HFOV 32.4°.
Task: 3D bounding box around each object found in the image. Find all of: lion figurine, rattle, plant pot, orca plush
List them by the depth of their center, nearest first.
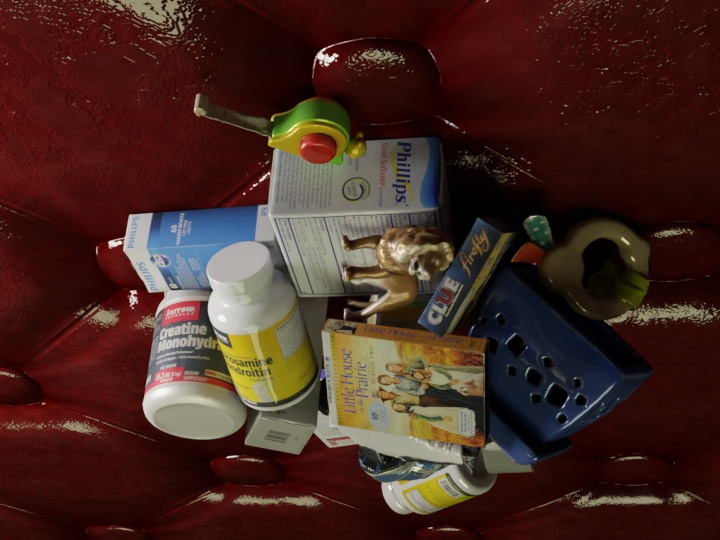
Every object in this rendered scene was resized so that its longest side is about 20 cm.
[{"bbox_3d":[0.040,0.003,1.419,0.121,0.074,0.200,-4,163,-4],"label":"lion figurine"},{"bbox_3d":[0.252,-0.013,1.548,0.197,0.143,0.132,6,105,-18],"label":"rattle"},{"bbox_3d":[0.224,0.126,1.551,0.180,0.200,0.200,-51,161,13],"label":"plant pot"},{"bbox_3d":[0.062,0.189,1.570,0.197,0.071,0.106,3,120,22],"label":"orca plush"}]

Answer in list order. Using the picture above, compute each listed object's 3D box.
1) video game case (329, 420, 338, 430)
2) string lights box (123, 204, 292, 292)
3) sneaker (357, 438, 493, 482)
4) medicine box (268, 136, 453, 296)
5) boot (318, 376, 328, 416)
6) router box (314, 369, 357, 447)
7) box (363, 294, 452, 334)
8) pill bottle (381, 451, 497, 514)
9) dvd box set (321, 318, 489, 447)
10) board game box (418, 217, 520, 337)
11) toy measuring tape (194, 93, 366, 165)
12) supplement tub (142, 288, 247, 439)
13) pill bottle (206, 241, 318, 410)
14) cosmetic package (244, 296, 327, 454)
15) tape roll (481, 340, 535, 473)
[{"bbox_3d":[0.081,0.240,1.874,0.198,0.022,0.181,16,160,-31],"label":"video game case"},{"bbox_3d":[-0.190,-0.027,1.581,0.197,0.060,0.103,-3,147,10],"label":"string lights box"},{"bbox_3d":[0.096,0.229,1.648,0.197,0.077,0.077,-16,147,5],"label":"sneaker"},{"bbox_3d":[0.006,-0.059,1.470,0.197,0.104,0.183,-2,148,8],"label":"medicine box"},{"bbox_3d":[0.043,0.161,1.649,0.197,0.077,0.169,17,151,-7],"label":"boot"},{"bbox_3d":[0.005,0.212,1.959,0.197,0.049,0.180,-10,146,20],"label":"router box"},{"bbox_3d":[0.058,0.103,1.727,0.111,0.103,0.201,7,148,-5],"label":"box"},{"bbox_3d":[0.130,0.348,2.107,0.112,0.114,0.199,25,143,-31],"label":"pill bottle"},{"bbox_3d":[0.055,0.134,1.472,0.197,0.030,0.148,7,125,16],"label":"dvd box set"},{"bbox_3d":[0.132,0.004,1.454,0.034,0.137,0.200,31,-172,10],"label":"board game box"},{"bbox_3d":[-0.078,-0.165,1.342,0.198,0.074,0.074,17,146,-22],"label":"toy measuring tape"},{"bbox_3d":[-0.214,0.112,1.672,0.138,0.202,0.141,2,149,1],"label":"supplement tub"},{"bbox_3d":[-0.126,0.068,1.540,0.110,0.113,0.202,-6,127,14],"label":"pill bottle"},{"bbox_3d":[-0.102,0.134,1.698,0.084,0.202,0.108,12,151,-11],"label":"cosmetic package"},{"bbox_3d":[0.208,0.184,1.751,0.065,0.203,0.201,-4,148,11],"label":"tape roll"}]
